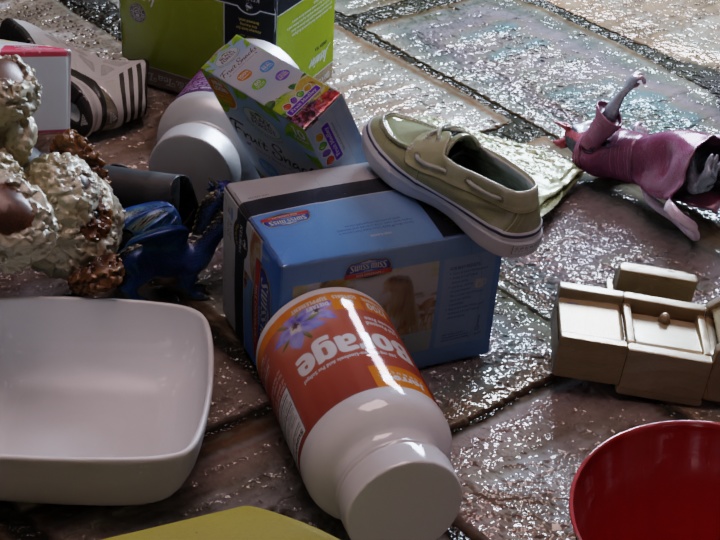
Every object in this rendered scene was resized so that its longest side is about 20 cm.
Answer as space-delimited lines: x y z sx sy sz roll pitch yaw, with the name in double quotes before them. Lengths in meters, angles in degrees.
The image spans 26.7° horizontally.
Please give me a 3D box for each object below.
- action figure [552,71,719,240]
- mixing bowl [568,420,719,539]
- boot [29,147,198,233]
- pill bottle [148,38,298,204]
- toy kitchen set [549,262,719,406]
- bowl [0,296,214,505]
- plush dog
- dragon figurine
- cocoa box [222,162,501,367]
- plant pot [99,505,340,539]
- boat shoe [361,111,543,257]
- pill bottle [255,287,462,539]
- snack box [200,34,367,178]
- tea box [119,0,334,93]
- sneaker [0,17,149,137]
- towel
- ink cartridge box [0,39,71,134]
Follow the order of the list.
"action figure" 0.275 -0.105 1.507 0.199 0.134 0.149 13 74 34
"mixing bowl" 0.228 0.201 0.986 0.199 0.109 0.200 2 32 -1
"boot" -0.252 -0.081 1.347 0.199 0.165 0.066 16 79 16
"pill bottle" -0.130 -0.137 1.469 0.112 0.113 0.200 11 33 12
"toy kitchen set" 0.270 -0.011 1.251 0.199 0.181 0.163 9 32 0
"bowl" -0.208 0.103 1.125 0.199 0.075 0.200 1 33 -2
"plush dog" -0.265 -0.048 1.208 0.171 0.160 0.201 19 42 -37
"dragon figurine" -0.177 -0.021 1.296 0.199 0.100 0.059 -9 34 -19
"cocoa box" 0.000 0.000 1.249 0.199 0.134 0.131 -10 37 -22
"plant pot" -0.086 0.241 0.833 0.199 0.201 0.176 -11 24 -21
"boat shoe" 0.076 -0.084 1.208 0.072 0.062 0.200 -20 42 -35
"pill bottle" 0.000 0.109 1.102 0.112 0.113 0.200 -7 34 -17
"snack box" -0.047 -0.101 1.345 0.142 0.200 0.053 32 70 36
"tea box" -0.142 -0.292 1.627 0.199 0.198 0.134 19 36 21
"sneaker" -0.297 -0.207 1.613 0.115 0.076 0.200 -15 44 -41
"towel" 0.106 -0.098 1.503 0.199 0.037 0.148 19 35 22
"ink cartridge box" -0.390 -0.180 1.468 0.145 0.084 0.200 -8 16 -38
